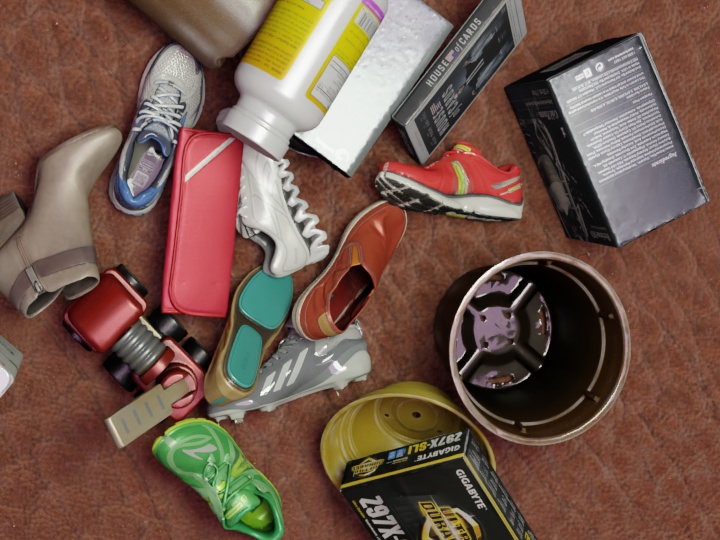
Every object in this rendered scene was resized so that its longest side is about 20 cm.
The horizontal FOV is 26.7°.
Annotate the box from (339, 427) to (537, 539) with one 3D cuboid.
[{"bbox_3d":[0.091,0.278,1.698,0.158,0.050,0.201,-16,122,25],"label":"box"}]

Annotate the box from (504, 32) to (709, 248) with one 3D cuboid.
[{"bbox_3d":[0.270,-0.144,1.694,0.123,0.200,0.199,-26,97,-5],"label":"box"}]

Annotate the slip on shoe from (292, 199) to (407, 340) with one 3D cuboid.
[{"bbox_3d":[0.000,0.000,1.699,0.201,0.061,0.074,-53,127,-30],"label":"slip on shoe"}]

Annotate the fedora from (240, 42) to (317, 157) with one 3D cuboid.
[{"bbox_3d":[-0.041,-0.224,1.690,0.175,0.090,0.203,-16,96,-8],"label":"fedora"}]

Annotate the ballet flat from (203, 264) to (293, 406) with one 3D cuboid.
[{"bbox_3d":[-0.130,0.070,1.678,0.068,0.201,0.063,39,130,-15],"label":"ballet flat"}]

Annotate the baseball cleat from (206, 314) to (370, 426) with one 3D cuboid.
[{"bbox_3d":[-0.089,0.104,1.722,0.198,0.070,0.108,-15,90,-19],"label":"baseball cleat"}]

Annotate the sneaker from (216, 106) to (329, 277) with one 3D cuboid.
[{"bbox_3d":[-0.112,-0.086,1.689,0.081,0.075,0.202,-31,97,-19],"label":"sneaker"}]

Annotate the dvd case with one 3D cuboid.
[{"bbox_3d":[0.113,-0.221,1.692,0.025,0.150,0.201,36,86,15],"label":"dvd case"}]

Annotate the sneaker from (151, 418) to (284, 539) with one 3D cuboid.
[{"bbox_3d":[-0.146,0.233,1.675,0.074,0.084,0.200,-46,123,2],"label":"sneaker"}]

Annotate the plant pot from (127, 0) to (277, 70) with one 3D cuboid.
[{"bbox_3d":[-0.177,-0.336,1.616,0.198,0.200,0.201,44,86,-16],"label":"plant pot"}]

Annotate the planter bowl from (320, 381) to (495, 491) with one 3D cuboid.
[{"bbox_3d":[0.058,0.188,1.719,0.197,0.084,0.202,6,128,8],"label":"planter bowl"}]

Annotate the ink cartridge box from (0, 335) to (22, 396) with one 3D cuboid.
[{"bbox_3d":[-0.435,0.085,1.585,0.145,0.200,0.084,43,86,-9],"label":"ink cartridge box"}]

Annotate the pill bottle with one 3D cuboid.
[{"bbox_3d":[-0.062,-0.216,1.555,0.104,0.104,0.201,32,86,-10],"label":"pill bottle"}]

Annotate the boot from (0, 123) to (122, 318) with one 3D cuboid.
[{"bbox_3d":[-0.315,-0.047,1.635,0.199,0.070,0.147,-35,63,11],"label":"boot"}]

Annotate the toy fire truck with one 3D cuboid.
[{"bbox_3d":[-0.244,0.098,1.620,0.129,0.200,0.176,-44,99,-5],"label":"toy fire truck"}]

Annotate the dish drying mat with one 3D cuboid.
[{"bbox_3d":[-0.171,-0.051,1.652,0.076,0.018,0.203,4,95,-23],"label":"dish drying mat"}]

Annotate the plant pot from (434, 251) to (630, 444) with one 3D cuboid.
[{"bbox_3d":[0.173,0.074,1.684,0.197,0.198,0.203,-1,95,-10],"label":"plant pot"}]

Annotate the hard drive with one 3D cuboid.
[{"bbox_3d":[-0.012,-0.221,1.632,0.139,0.033,0.201,35,86,-8],"label":"hard drive"}]

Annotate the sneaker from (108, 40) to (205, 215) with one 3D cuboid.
[{"bbox_3d":[-0.218,-0.156,1.667,0.076,0.085,0.203,17,90,-10],"label":"sneaker"}]

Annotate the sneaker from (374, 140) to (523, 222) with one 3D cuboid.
[{"bbox_3d":[0.100,-0.107,1.725,0.198,0.077,0.086,9,82,-33],"label":"sneaker"}]
